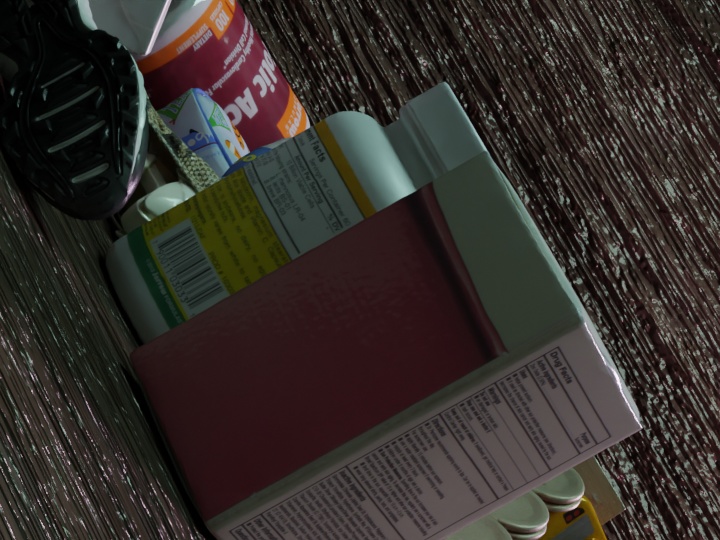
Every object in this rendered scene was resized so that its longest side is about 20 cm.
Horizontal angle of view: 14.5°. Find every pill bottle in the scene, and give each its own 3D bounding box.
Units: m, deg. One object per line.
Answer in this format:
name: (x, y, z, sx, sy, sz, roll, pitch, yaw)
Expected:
pill bottle: (-0.021, -0.013, 1.475, 0.113, 0.200, 0.113, 59, 3, -5)
pill bottle: (-0.104, -0.110, 1.923, 0.200, 0.114, 0.114, 57, 3, -33)

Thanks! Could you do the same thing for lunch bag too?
lunch bag: (-0.081, -0.013, 1.768, 0.160, 0.076, 0.200, 64, 3, 27)

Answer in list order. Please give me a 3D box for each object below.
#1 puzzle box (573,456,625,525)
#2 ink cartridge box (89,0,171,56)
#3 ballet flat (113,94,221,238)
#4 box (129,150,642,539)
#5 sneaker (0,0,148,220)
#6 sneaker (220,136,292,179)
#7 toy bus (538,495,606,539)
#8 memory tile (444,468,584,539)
puzzle box: (0.095, 0.076, 1.692, 0.133, 0.025, 0.200, 59, -3, -9)
ink cartridge box: (-0.158, -0.178, 1.592, 0.116, 0.067, 0.200, 21, 8, -6)
ballet flat: (-0.128, -0.056, 1.589, 0.200, 0.068, 0.075, 54, 23, 9)
box: (0.013, 0.057, 1.349, 0.109, 0.200, 0.128, 62, 3, 33)
sneaker: (-0.140, -0.080, 1.410, 0.079, 0.074, 0.200, 64, -1, -35)
sneaker: (0.000, 0.000, 1.644, 0.200, 0.082, 0.074, 45, -41, -4)
toy bus: (0.086, 0.145, 1.618, 0.200, 0.065, 0.078, 37, -25, 54)
memory tile: (0.024, 0.109, 1.500, 0.153, 0.017, 0.200, 31, 26, 16)
